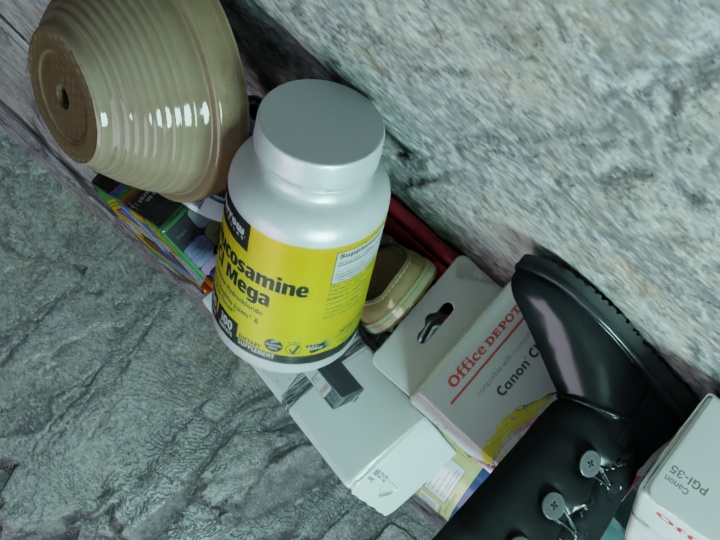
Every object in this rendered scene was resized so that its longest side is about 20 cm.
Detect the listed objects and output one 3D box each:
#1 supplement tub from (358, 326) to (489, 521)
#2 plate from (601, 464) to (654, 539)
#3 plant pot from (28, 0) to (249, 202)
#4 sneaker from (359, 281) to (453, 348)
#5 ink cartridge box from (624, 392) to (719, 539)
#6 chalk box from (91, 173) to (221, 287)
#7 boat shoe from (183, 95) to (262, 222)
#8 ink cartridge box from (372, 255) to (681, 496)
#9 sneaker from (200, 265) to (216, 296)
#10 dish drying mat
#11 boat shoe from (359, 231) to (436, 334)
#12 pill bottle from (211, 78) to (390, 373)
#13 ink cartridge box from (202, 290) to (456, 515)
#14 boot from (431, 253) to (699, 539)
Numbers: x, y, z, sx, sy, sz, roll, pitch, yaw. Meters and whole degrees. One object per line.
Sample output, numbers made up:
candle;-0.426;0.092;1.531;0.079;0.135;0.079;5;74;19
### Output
supplement tub;0.071;0.126;1.255;0.200;0.145;0.144;39;169;14
plate;0.220;0.191;1.099;0.200;0.026;0.200;31;-153;-17
plant pot;-0.171;-0.134;0.982;0.201;0.092;0.202;36;139;39
sneaker;0.069;0.053;1.176;0.091;0.078;0.200;18;-158;-40
ink cartridge box;0.261;0.177;0.924;0.146;0.083;0.200;35;168;18
chalk box;-0.142;-0.060;1.335;0.200;0.125;0.124;32;165;48
boat shoe;-0.068;-0.086;1.136;0.071;0.091;0.200;38;-164;21
ink cartridge box;0.117;0.088;1.004;0.200;0.117;0.068;41;171;3
sneaker;-0.047;0.003;1.261;0.199;0.079;0.075;3;-154;-44
dish drying mat;0.038;-0.027;1.101;0.200;0.018;0.077;41;171;3
boat shoe;0.000;0.000;1.101;0.066;0.074;0.200;41;171;-15
pill bottle;-0.041;-0.030;0.966;0.112;0.112;0.200;37;141;21
ink cartridge box;-0.022;0.089;1.127;0.200;0.084;0.144;51;179;23
boot;0.109;0.114;0.908;0.165;0.200;0.066;43;170;-8
